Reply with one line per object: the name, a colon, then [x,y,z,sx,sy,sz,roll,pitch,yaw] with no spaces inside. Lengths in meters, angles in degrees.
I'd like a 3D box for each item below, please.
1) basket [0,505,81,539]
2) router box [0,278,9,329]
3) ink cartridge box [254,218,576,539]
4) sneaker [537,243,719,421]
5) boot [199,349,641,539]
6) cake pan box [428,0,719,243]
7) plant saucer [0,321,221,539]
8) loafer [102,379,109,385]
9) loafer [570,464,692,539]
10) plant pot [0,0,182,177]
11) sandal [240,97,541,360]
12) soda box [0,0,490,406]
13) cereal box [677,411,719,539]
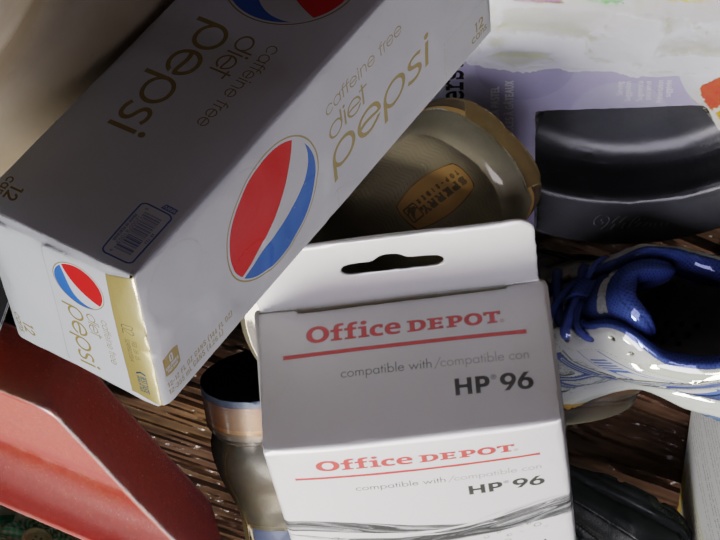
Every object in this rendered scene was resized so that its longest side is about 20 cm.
basket: [-0.155,0.209,1.136,0.200,0.176,0.139,30,129,-16]
router box: [-0.237,-0.039,0.867,0.200,0.052,0.157,19,180,-20]
ink cartridge box: [0.024,0.066,0.902,0.116,0.068,0.200,-7,146,4]
sneaker: [0.101,0.015,0.943,0.200,0.075,0.088,2,157,19]
boot: [0.031,0.082,1.038,0.200,0.075,0.097,-3,115,3]
cake pan box: [0.106,-0.091,0.879,0.184,0.052,0.200,1,141,3]
plant saucer: [-0.162,0.061,0.993,0.199,0.037,0.200,18,158,29]
loafer: [-0.072,-0.022,0.942,0.073,0.072,0.200,19,136,-19]
loafer: [0.065,0.117,1.088,0.200,0.070,0.068,25,145,-8]
plant pot: [-0.133,-0.104,0.776,0.200,0.200,0.173,-26,149,27]
sandal: [0.000,0.000,0.912,0.080,0.054,0.200,41,142,-6]
soda box: [-0.035,-0.053,0.750,0.064,0.200,0.068,25,146,25]
cereal box: [0.183,0.109,1.039,0.039,0.144,0.200,-6,141,-3]
